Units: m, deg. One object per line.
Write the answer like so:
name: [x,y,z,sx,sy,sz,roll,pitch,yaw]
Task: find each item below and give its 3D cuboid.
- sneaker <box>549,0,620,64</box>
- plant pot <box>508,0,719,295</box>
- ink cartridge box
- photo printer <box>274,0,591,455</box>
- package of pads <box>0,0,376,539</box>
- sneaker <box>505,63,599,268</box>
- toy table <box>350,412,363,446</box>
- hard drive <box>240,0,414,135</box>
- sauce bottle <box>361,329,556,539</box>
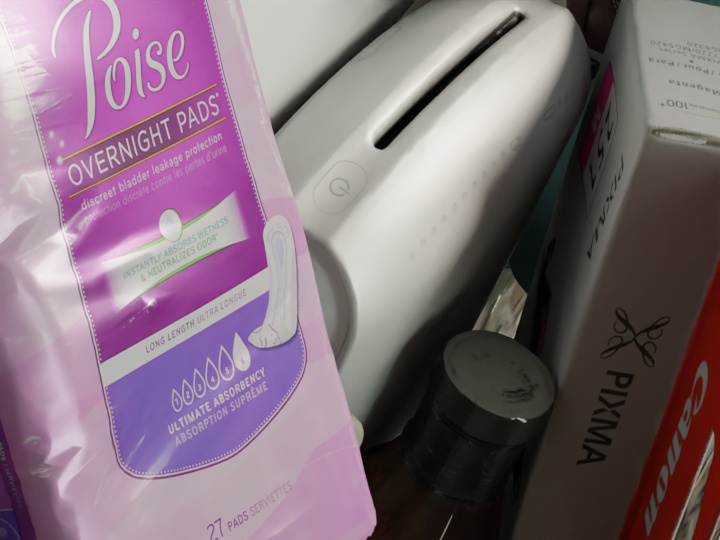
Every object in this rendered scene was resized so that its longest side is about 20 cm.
sneaker: [0.157,-0.156,1.017,0.076,0.115,0.201,-21,137,-59]
plant pot: [0.174,-0.010,0.975,0.199,0.135,0.201,-27,150,-17]
ink cartridge box: [0.084,0.037,0.846,0.174,0.043,0.201,-87,-170,-56]
photo printer: [0.000,0.000,0.880,0.166,0.069,0.200,-45,166,-41]
package of pads: [-0.071,0.000,0.633,0.120,0.075,0.201,-31,111,-51]
sneaker: [0.095,-0.028,1.105,0.200,0.080,0.131,-32,155,-34]
toy table: [-0.090,0.098,0.785,0.185,0.117,0.200,-63,158,8]
hard drive: [-0.014,-0.103,0.768,0.132,0.026,0.200,-51,168,-23]
sauce bottle: [0.011,0.105,0.892,0.066,0.066,0.200,-35,159,-48]
